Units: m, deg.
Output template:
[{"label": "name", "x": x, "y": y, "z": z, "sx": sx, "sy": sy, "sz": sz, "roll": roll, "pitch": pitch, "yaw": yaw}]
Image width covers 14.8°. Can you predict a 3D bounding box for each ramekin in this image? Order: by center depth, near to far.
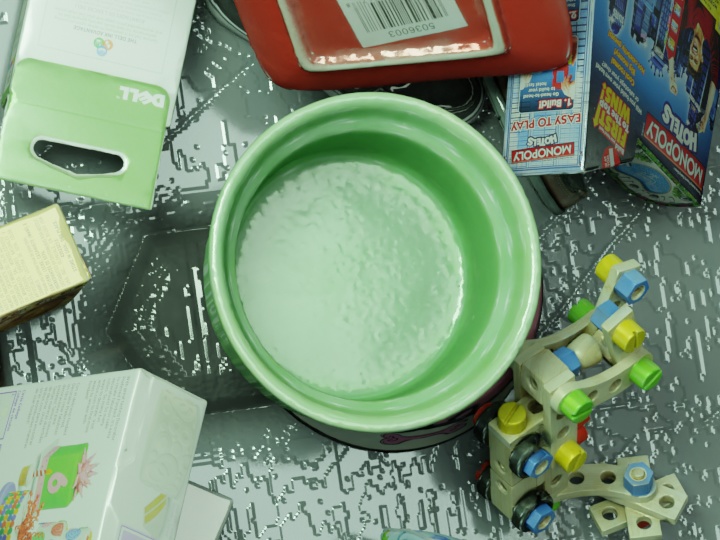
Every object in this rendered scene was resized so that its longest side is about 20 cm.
[{"label": "ramekin", "x": 0.000, "y": 0.000, "z": 1.657, "sx": 0.199, "sy": 0.098, "sz": 0.201, "roll": 1, "pitch": 83, "yaw": -12}]

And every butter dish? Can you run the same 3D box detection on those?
[{"label": "butter dish", "x": 0.021, "y": -0.219, "z": 1.665, "sx": 0.199, "sy": 0.200, "sz": 0.148, "roll": -4, "pitch": 48, "yaw": 15}]

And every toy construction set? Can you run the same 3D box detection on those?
[{"label": "toy construction set", "x": 0.138, "y": 0.096, "z": 1.733, "sx": 0.131, "sy": 0.092, "sz": 0.200, "roll": -35, "pitch": 133, "yaw": -21}]

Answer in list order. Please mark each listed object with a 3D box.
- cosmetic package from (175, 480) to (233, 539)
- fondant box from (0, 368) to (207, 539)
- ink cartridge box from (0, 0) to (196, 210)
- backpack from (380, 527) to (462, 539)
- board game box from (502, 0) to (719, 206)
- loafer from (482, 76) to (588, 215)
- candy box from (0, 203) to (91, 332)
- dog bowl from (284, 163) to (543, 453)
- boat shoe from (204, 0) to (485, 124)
[{"label": "cosmetic package", "x": -0.155, "y": 0.214, "z": 1.667, "sx": 0.090, "sy": 0.107, "sz": 0.200, "roll": 21, "pitch": 77, "yaw": -8}, {"label": "fondant box", "x": -0.189, "y": 0.141, "z": 1.610, "sx": 0.058, "sy": 0.200, "sz": 0.145, "roll": 29, "pitch": 64, "yaw": -38}, {"label": "ink cartridge box", "x": -0.163, "y": -0.140, "z": 1.733, "sx": 0.104, "sy": 0.059, "sz": 0.201, "roll": 12, "pitch": 81, "yaw": -10}, {"label": "backpack", "x": 0.070, "y": 0.248, "z": 1.674, "sx": 0.200, "sy": 0.183, "sz": 0.147, "roll": 32, "pitch": 78, "yaw": -12}, {"label": "board game box", "x": 0.156, "y": -0.126, "z": 1.747, "sx": 0.200, "sy": 0.062, "sz": 0.200, "roll": 40, "pitch": 56, "yaw": -48}, {"label": "loafer", "x": 0.107, "y": -0.136, "z": 1.780, "sx": 0.063, "sy": 0.072, "sz": 0.200, "roll": -25, "pitch": 86, "yaw": 12}, {"label": "candy box", "x": -0.268, "y": 0.028, "z": 1.660, "sx": 0.200, "sy": 0.115, "sz": 0.055, "roll": -24, "pitch": 88, "yaw": -14}, {"label": "dog bowl", "x": 0.026, "y": 0.013, "z": 1.749, "sx": 0.200, "sy": 0.074, "sz": 0.201, "roll": 2, "pitch": 82, "yaw": -13}, {"label": "boat shoe", "x": -0.006, "y": -0.151, "z": 1.766, "sx": 0.200, "sy": 0.066, "sz": 0.070, "roll": 31, "pitch": 78, "yaw": -7}]
